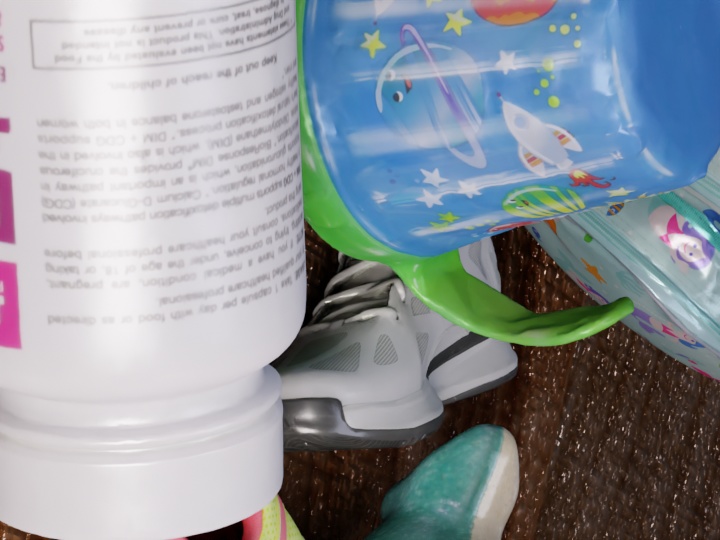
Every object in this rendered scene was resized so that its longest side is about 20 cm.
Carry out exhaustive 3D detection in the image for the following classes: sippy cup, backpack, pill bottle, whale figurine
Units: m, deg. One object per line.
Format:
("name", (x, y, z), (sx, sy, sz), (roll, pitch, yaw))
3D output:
("sippy cup", (0.054, -0.073, 1.005), (0.178, 0.130, 0.140), (52, 48, -41))
("backpack", (0.159, -0.037, 1.237), (0.151, 0.200, 0.178), (-57, 149, -6))
("pill bottle", (-0.073, -0.028, 0.885), (0.113, 0.113, 0.201), (-29, 121, -57))
("whale figurine", (0.004, 0.145, 1.091), (0.103, 0.159, 0.201), (24, 56, -15))

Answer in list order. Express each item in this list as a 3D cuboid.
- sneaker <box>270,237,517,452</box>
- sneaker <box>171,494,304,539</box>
("sneaker", (0.000, 0.000, 1.095), (0.200, 0.075, 0.116), (-25, 110, -67))
("sneaker", (-0.076, 0.130, 0.972), (0.200, 0.078, 0.091), (-54, 134, -53))
